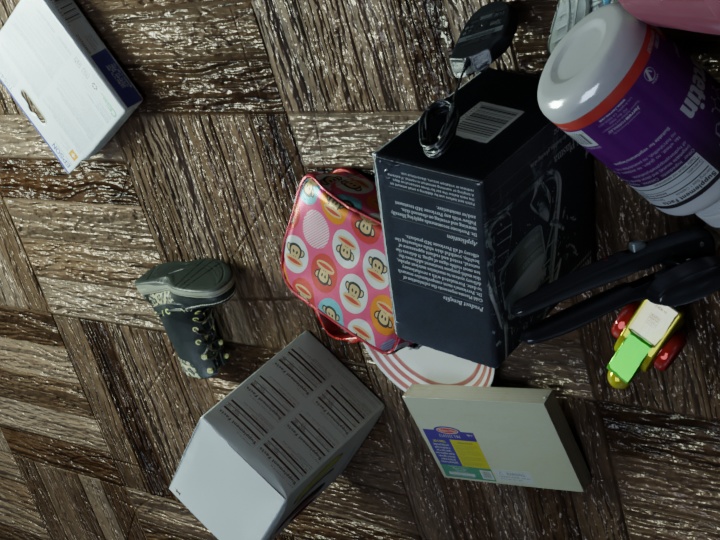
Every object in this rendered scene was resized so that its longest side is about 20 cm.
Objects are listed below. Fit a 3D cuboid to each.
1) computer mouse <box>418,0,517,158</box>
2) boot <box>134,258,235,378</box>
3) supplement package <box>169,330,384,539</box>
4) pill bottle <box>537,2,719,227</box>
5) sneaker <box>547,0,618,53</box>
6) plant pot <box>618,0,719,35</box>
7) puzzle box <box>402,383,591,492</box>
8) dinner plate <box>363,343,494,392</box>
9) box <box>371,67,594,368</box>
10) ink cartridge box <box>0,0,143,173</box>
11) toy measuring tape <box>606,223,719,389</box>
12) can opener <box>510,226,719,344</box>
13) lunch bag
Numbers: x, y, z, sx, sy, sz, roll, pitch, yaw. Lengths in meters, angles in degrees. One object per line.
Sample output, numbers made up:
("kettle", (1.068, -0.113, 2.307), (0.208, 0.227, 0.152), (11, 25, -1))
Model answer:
("computer mouse", (0.099, -0.169, 1.196), (0.058, 0.201, 0.034), (-8, 134, 41))
("boot", (-0.206, 0.066, 1.762), (0.202, 0.073, 0.155), (2, 122, 51))
("supplement package", (-0.107, 0.225, 1.684), (0.147, 0.200, 0.192), (42, 140, 11))
("pill bottle", (0.250, -0.123, 1.109), (0.199, 0.113, 0.112), (35, 146, -22))
("sneaker", (0.221, -0.256, 1.115), (0.086, 0.078, 0.201), (22, 140, 15))
("plant pot", (0.279, -0.253, 0.972), (0.178, 0.199, 0.202), (6, 125, 61))
("puzzle box", (0.153, 0.188, 1.518), (0.198, 0.025, 0.134), (-1, 128, 40))
("dinner plate", (0.075, 0.069, 1.529), (0.199, 0.024, 0.202), (26, 135, 28))
("box", (0.122, -0.054, 1.249), (0.123, 0.200, 0.198), (18, 130, 33))
("ink cartridge box", (-0.385, -0.250, 1.719), (0.200, 0.041, 0.200), (54, 141, -3))
("toy measuring tape", (0.296, 0.031, 1.273), (0.073, 0.073, 0.201), (36, 116, 17))
("can opener", (0.229, 0.011, 1.191), (0.079, 0.198, 0.064), (-87, -19, -87))
("lunch bag", (0.000, 0.000, 1.468), (0.199, 0.081, 0.178), (35, 123, 33))
